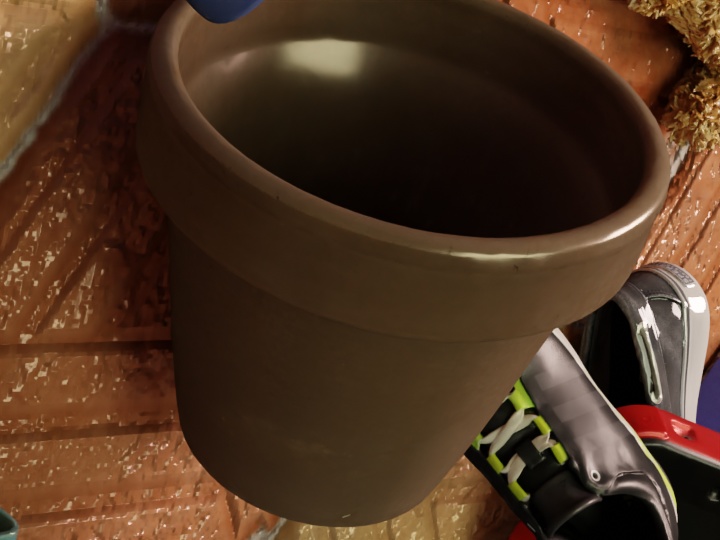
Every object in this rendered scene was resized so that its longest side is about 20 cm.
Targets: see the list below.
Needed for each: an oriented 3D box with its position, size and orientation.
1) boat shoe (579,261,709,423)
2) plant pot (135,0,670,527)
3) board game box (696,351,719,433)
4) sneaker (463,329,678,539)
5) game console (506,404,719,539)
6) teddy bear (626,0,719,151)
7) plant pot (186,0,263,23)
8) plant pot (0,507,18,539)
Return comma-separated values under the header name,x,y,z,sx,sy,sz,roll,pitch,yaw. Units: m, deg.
name,x,y,z,sx,sy,sz,roll,pitch,yaw
boat shoe,0.143,0.097,1.053,0.068,0.072,0.200,-19,121,-42
plant pot,0.000,0.000,0.774,0.200,0.200,0.175,-23,141,-42
board game box,0.259,0.150,1.192,0.159,0.097,0.200,-52,138,-20
sneaker,0.089,0.080,0.918,0.072,0.083,0.200,-43,113,15
game console,0.165,0.167,1.048,0.200,0.031,0.177,23,114,-23
teddy bear,0.207,-0.132,1.027,0.145,0.067,0.200,-46,136,-22
plant pot,-0.076,-0.199,0.576,0.200,0.180,0.200,-57,139,-14
plant pot,-0.219,0.145,0.607,0.141,0.141,0.200,-7,119,-48
